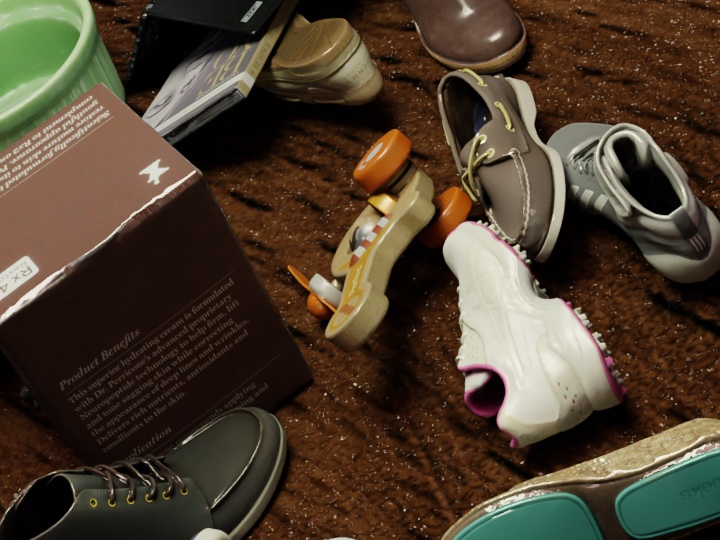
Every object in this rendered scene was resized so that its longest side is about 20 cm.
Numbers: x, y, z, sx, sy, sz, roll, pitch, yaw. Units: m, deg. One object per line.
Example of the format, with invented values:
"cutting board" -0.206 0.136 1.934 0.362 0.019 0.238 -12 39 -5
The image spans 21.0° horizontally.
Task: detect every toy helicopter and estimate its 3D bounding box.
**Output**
"toy helicopter" 0.000 0.000 1.329 0.132 0.079 0.200 -42 15 25

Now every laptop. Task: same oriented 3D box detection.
"laptop" -0.100 -0.232 1.640 0.103 0.200 0.178 35 61 3

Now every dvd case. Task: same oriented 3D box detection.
"dvd case" -0.115 -0.173 1.589 0.148 0.016 0.201 -27 27 37

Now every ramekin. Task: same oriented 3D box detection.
"ramekin" -0.297 -0.144 1.657 0.198 0.098 0.201 -16 41 14

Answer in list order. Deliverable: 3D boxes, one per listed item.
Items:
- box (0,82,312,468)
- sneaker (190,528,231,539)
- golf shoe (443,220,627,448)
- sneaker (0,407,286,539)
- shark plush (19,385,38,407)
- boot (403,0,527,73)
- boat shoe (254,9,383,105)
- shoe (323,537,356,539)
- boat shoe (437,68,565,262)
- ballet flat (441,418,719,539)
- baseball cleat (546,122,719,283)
"box" -0.166 0.019 1.320 0.165 0.201 0.164 -36 39 -11
"sneaker" -0.144 0.237 1.168 0.084 0.075 0.201 7 51 30
"golf shoe" 0.088 0.038 1.251 0.091 0.076 0.200 -36 37 -2
"sneaker" -0.135 0.142 1.241 0.200 0.107 0.075 -45 42 -20
"shark plush" -0.197 0.009 1.460 0.083 0.091 0.201 25 52 11
"boot" 0.049 -0.254 1.514 0.072 0.167 0.200 -33 42 -6
"boat shoe" -0.045 -0.161 1.555 0.071 0.065 0.200 -48 24 -9
"shoe" -0.046 0.235 1.106 0.090 0.072 0.201 -7 37 6
"boat shoe" 0.096 -0.077 1.357 0.059 0.072 0.201 15 33 -18
"ballet flat" 0.141 0.138 1.130 0.198 0.071 0.065 -17 13 9
"baseball cleat" 0.174 -0.070 1.289 0.070 0.107 0.200 -39 38 -6
